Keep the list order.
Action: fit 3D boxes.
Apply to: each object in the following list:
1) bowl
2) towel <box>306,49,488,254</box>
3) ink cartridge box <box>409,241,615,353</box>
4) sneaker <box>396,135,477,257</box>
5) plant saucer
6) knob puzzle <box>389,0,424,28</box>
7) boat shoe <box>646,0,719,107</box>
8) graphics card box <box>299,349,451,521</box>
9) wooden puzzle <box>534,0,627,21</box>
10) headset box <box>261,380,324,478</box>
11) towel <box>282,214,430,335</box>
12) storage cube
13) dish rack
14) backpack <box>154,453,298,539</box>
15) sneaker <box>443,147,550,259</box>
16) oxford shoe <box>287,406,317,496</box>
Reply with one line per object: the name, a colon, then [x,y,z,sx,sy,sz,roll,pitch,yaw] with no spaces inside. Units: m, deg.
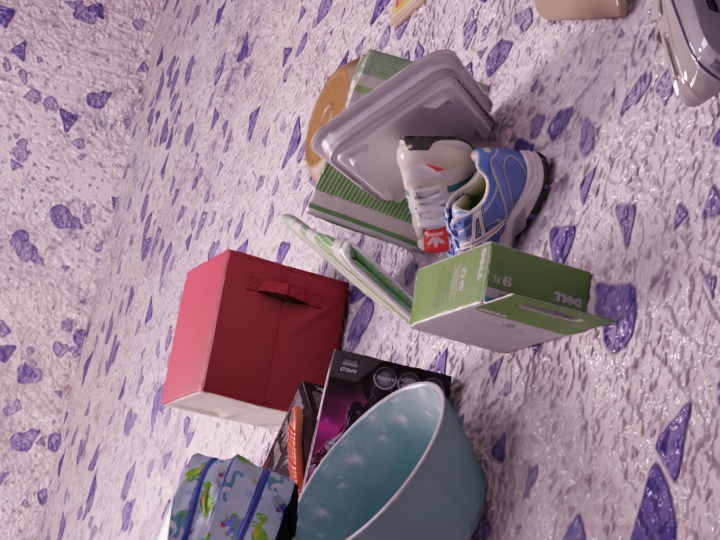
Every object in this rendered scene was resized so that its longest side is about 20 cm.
bowl: [0.039,0.212,1.358,0.201,0.105,0.201,-43,16,15]
towel: [0.039,-0.133,1.644,0.023,0.152,0.201,24,-93,-74]
ink cartridge box: [0.133,0.022,1.313,0.200,0.103,0.060,156,127,-65]
sneaker: [0.081,-0.070,1.486,0.200,0.070,0.094,48,-135,-71]
plant saucer: [-0.033,-0.205,2.034,0.200,0.035,0.201,-52,29,44]
knob puzzle: [0.085,-0.441,1.918,0.220,0.030,0.221,-163,90,-71]
boat shoe: [0.265,-0.217,1.216,0.070,0.071,0.201,-49,37,42]
graphics card box: [0.010,0.189,1.468,0.051,0.125,0.201,105,179,-78]
wooden puzzle: [0.231,-0.346,1.433,0.185,0.046,0.201,24,97,70]
headset box: [-0.046,0.242,1.652,0.149,0.077,0.200,-66,22,20]
towel: [0.000,0.000,1.614,0.023,0.152,0.200,-51,22,-3]
storage cube: [-0.134,0.094,1.867,0.200,0.170,0.181,-25,53,63]
dish rack: [0.054,-0.136,1.516,0.171,0.200,0.044,-34,68,10]
backpack: [-0.128,0.259,1.336,0.200,0.154,0.163,-47,8,38]
sneaker: [0.111,-0.035,1.458,0.076,0.077,0.201,-118,47,-61]
oxford shoe: [-0.031,0.233,1.527,0.071,0.072,0.201,-139,37,-80]
